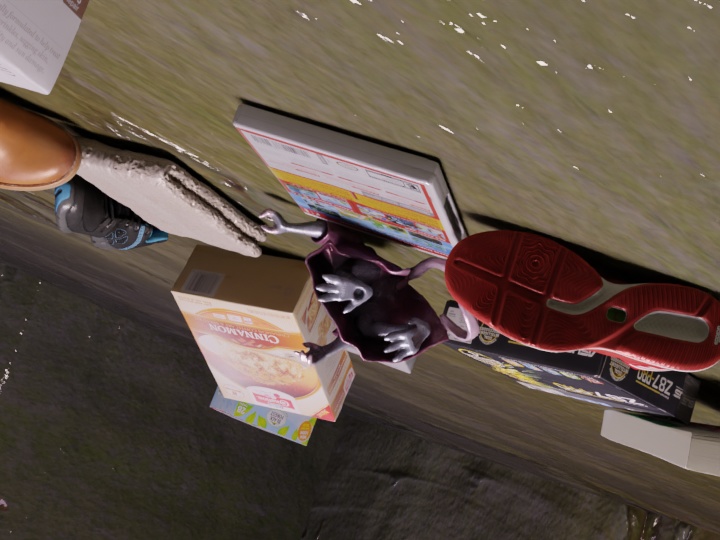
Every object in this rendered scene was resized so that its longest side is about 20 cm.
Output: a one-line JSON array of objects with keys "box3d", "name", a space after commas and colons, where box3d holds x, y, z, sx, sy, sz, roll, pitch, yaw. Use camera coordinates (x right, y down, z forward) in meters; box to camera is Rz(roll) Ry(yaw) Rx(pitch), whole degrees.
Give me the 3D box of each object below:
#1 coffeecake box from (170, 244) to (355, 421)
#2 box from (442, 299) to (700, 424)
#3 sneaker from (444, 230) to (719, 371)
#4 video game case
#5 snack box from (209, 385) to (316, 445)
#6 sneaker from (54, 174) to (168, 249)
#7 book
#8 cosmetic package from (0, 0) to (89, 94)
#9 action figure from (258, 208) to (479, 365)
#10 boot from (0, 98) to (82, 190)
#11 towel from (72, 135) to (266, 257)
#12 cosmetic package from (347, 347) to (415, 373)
[{"box3d": [-0.105, 0.072, 1.359, 0.152, 0.074, 0.201, 9, 142, 23], "name": "coffeecake box"}, {"box3d": [0.193, 0.085, 1.133, 0.199, 0.050, 0.160, 10, 168, 47], "name": "box"}, {"box3d": [0.156, 0.036, 0.867, 0.198, 0.079, 0.116, 20, 169, 11], "name": "sneaker"}, {"box3d": [0.001, -0.057, 0.860, 0.142, 0.018, 0.200, 18, 170, 15], "name": "video game case"}, {"box3d": [-0.140, 0.184, 2.017, 0.067, 0.170, 0.199, 13, 167, 41], "name": "snack box"}, {"box3d": [-0.257, -0.067, 1.247, 0.081, 0.074, 0.200, 3, 173, 8], "name": "sneaker"}, {"box3d": [0.350, 0.172, 1.156, 0.198, 0.049, 0.133, 11, 180, -24], "name": "book"}, {"box3d": [-0.259, -0.166, 0.656, 0.198, 0.075, 0.102, 18, 171, 22], "name": "cosmetic package"}, {"box3d": [0.000, 0.000, 1.013, 0.147, 0.135, 0.200, -17, -167, -3], "name": "action figure"}, {"box3d": [-0.335, -0.135, 0.994, 0.198, 0.074, 0.155, 18, 166, 0], "name": "boot"}, {"box3d": [-0.181, -0.070, 1.130, 0.131, 0.035, 0.200, 15, 167, 27], "name": "towel"}, {"box3d": [-0.029, 0.058, 1.448, 0.198, 0.052, 0.151, 20, 167, 10], "name": "cosmetic package"}]
